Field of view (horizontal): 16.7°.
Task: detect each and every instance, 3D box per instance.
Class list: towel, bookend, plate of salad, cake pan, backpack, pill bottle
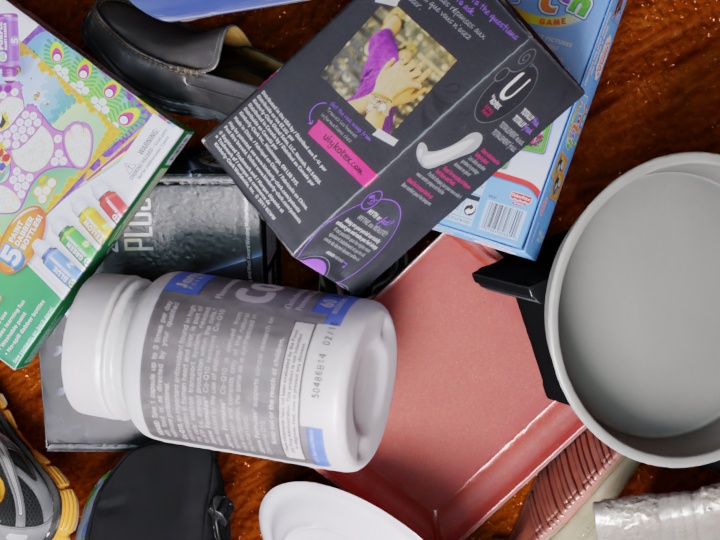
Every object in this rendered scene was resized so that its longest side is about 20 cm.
[{"bbox_3d":[0.232,0.197,1.684,0.132,0.035,0.200,-10,147,5],"label":"towel"},{"bbox_3d":[0.207,0.058,1.635,0.198,0.092,0.201,-24,104,-18],"label":"bookend"},{"bbox_3d":[0.015,0.216,1.727,0.200,0.048,0.200,27,145,21],"label":"plate of salad"},{"bbox_3d":[0.202,0.023,1.558,0.200,0.037,0.201,-3,98,-22],"label":"cake pan"},{"bbox_3d":[-0.151,0.230,1.723,0.153,0.200,0.164,1,61,12],"label":"backpack"},{"bbox_3d":[-0.086,0.061,1.596,0.199,0.114,0.114,8,107,18],"label":"pill bottle"}]

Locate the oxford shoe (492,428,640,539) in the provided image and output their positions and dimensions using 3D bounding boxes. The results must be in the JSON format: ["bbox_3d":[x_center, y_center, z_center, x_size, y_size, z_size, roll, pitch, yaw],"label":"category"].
[{"bbox_3d":[0.151,0.186,1.738,0.074,0.071,0.200,28,117,-15],"label":"oxford shoe"}]

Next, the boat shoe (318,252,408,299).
[{"bbox_3d":[0.000,0.000,1.698,0.070,0.064,0.201,-1,106,7],"label":"boat shoe"}]

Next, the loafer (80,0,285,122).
[{"bbox_3d":[-0.096,-0.139,1.650,0.200,0.073,0.072,28,130,7],"label":"loafer"}]

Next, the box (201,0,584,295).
[{"bbox_3d":[0.022,-0.097,1.536,0.200,0.122,0.106,-41,67,7],"label":"box"}]

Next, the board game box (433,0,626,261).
[{"bbox_3d":[0.077,-0.123,1.608,0.151,0.037,0.201,18,85,23],"label":"board game box"}]

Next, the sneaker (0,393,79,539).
[{"bbox_3d":[-0.284,0.126,1.730,0.200,0.077,0.078,38,111,28],"label":"sneaker"}]

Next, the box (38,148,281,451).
[{"bbox_3d":[-0.139,0.019,1.707,0.163,0.086,0.201,0,106,7],"label":"box"}]

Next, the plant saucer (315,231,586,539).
[{"bbox_3d":[0.057,0.079,1.695,0.200,0.037,0.199,-43,121,13],"label":"plant saucer"}]

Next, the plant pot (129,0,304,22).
[{"bbox_3d":[-0.064,-0.268,1.557,0.199,0.200,0.180,-7,110,17],"label":"plant pot"}]

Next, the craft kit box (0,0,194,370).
[{"bbox_3d":[-0.247,-0.071,1.631,0.197,0.049,0.200,36,96,5],"label":"craft kit box"}]
